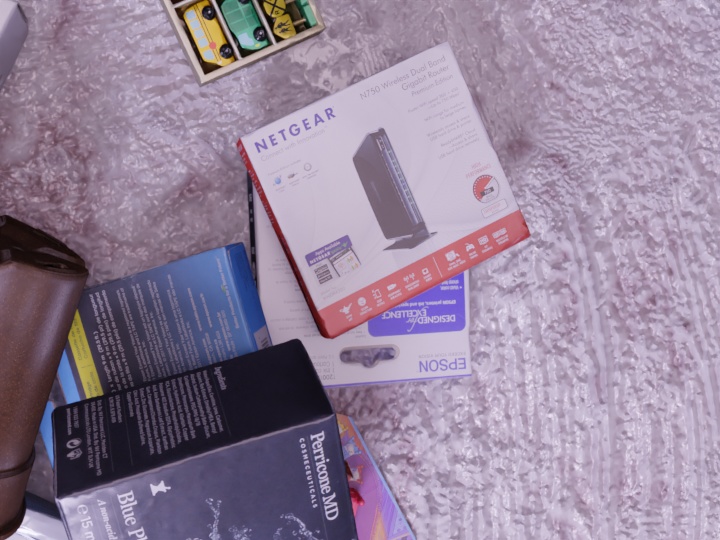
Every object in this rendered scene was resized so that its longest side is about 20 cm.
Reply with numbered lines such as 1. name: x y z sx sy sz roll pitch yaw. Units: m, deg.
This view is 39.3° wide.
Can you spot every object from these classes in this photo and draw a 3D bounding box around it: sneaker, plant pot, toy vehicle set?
1. sneaker: -0.257 0.233 0.823 0.198 0.073 0.072 28 81 -12
2. plant pot: -0.302 0.061 0.729 0.197 0.200 0.201 24 96 -12
3. toy vehicle set: -0.126 -0.278 0.873 0.123 0.026 0.203 -26 96 -12

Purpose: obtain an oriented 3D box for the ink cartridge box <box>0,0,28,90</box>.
1. ink cartridge box: -0.381 -0.187 0.784 0.197 0.084 0.148 26 85 -13

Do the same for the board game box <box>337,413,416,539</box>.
1. board game box: -0.039 0.231 0.891 0.156 0.039 0.203 -29 97 -11

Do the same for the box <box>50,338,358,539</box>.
1. box: -0.108 0.186 0.752 0.196 0.118 0.200 -15 116 -12

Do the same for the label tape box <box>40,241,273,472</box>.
1. label tape box: -0.174 0.073 0.838 0.196 0.063 0.147 -16 94 9

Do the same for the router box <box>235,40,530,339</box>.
1. router box: 0.019 -0.067 0.853 0.197 0.049 0.182 -26 96 -10

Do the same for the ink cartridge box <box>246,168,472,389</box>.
1. ink cartridge box: 0.000 0.000 0.897 0.194 0.043 0.205 -2 91 -12
